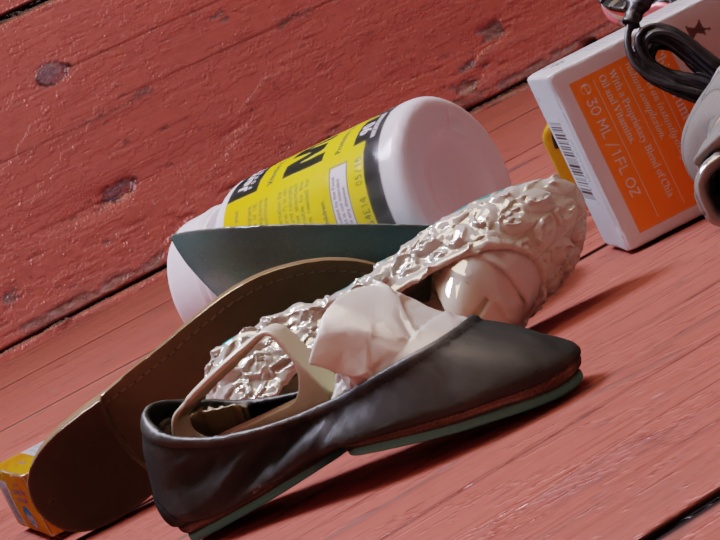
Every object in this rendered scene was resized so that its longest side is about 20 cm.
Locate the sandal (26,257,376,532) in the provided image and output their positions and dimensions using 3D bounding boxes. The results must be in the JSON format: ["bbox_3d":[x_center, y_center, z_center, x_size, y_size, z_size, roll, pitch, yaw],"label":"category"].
[{"bbox_3d":[-0.071,0.052,1.188,0.211,0.078,0.070,-31,10,2],"label":"sandal"}]

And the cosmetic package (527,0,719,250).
[{"bbox_3d":[0.198,-0.099,1.233,0.199,0.102,0.071,-27,6,-2],"label":"cosmetic package"}]

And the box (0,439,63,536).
[{"bbox_3d":[-0.093,0.078,1.280,0.199,0.042,0.119,-25,4,-15],"label":"box"}]

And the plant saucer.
[{"bbox_3d":[0.000,0.000,1.254,0.199,0.036,0.200,1,-4,0],"label":"plant saucer"}]

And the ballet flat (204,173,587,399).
[{"bbox_3d":[0.024,0.030,1.095,0.199,0.072,0.072,-29,5,-1],"label":"ballet flat"}]

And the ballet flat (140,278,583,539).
[{"bbox_3d":[-0.010,0.048,0.946,0.200,0.069,0.068,-24,5,27],"label":"ballet flat"}]

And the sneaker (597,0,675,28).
[{"bbox_3d":[0.221,-0.150,1.541,0.074,0.087,0.200,-36,29,-13],"label":"sneaker"}]

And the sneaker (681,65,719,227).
[{"bbox_3d":[0.172,-0.052,1.051,0.092,0.076,0.200,-32,5,-14],"label":"sneaker"}]

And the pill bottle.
[{"bbox_3d":[-0.015,-0.019,1.442,0.200,0.115,0.114,-23,6,36],"label":"pill bottle"}]

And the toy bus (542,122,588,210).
[{"bbox_3d":[0.170,-0.093,1.549,0.078,0.065,0.200,-27,5,13],"label":"toy bus"}]

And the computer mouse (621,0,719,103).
[{"bbox_3d":[0.213,-0.154,1.175,0.046,0.140,0.201,55,-121,-75],"label":"computer mouse"}]
